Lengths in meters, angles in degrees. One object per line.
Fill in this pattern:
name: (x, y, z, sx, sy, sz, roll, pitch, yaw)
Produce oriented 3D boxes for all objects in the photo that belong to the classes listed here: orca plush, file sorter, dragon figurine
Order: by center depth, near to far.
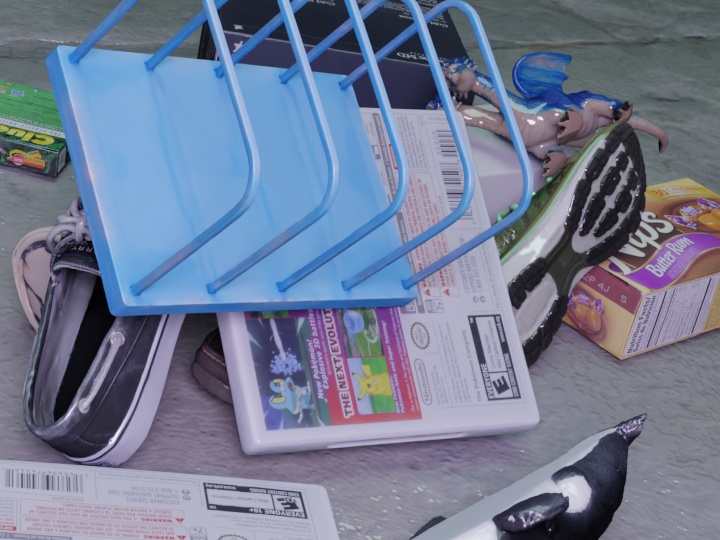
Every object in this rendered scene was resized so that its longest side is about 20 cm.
orca plush: (0.085, 0.143, 0.799, 0.105, 0.072, 0.200, -24, 0, 33)
file sorter: (-0.029, -0.066, 0.803, 0.199, 0.122, 0.140, 0, 67, -44)
dragon figurine: (0.132, -0.113, 1.112, 0.199, 0.059, 0.099, -11, 41, -39)

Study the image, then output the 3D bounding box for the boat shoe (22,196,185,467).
boat shoe: (-0.128, -0.004, 0.821, 0.073, 0.201, 0.068, 7, -18, 30)

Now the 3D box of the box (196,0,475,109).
box: (-0.026, -0.155, 1.257, 0.198, 0.105, 0.182, 8, 26, -10)

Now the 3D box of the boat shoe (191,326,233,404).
boat shoe: (-0.024, 0.021, 0.946, 0.074, 0.074, 0.200, 27, 29, 27)

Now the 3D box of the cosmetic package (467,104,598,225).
cosmetic package: (0.088, -0.062, 1.150, 0.199, 0.085, 0.108, -10, 35, -37)

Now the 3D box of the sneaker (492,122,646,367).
sneaker: (0.110, -0.027, 1.037, 0.088, 0.077, 0.200, 17, 57, 44)

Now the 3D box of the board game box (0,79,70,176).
board game box: (-0.296, -0.117, 1.147, 0.198, 0.024, 0.105, 14, 24, 3)

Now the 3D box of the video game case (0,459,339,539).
video game case: (-0.098, 0.150, 0.716, 0.198, 0.024, 0.182, 7, 27, -15)

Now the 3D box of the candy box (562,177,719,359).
candy box: (0.208, -0.006, 1.131, 0.199, 0.057, 0.116, -11, 36, -42)

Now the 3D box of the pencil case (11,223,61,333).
pencil case: (-0.118, -0.010, 0.958, 0.089, 0.078, 0.200, 12, 22, 29)

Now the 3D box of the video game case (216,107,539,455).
video game case: (0.000, 0.000, 0.902, 0.181, 0.023, 0.201, -1, 68, -29)
